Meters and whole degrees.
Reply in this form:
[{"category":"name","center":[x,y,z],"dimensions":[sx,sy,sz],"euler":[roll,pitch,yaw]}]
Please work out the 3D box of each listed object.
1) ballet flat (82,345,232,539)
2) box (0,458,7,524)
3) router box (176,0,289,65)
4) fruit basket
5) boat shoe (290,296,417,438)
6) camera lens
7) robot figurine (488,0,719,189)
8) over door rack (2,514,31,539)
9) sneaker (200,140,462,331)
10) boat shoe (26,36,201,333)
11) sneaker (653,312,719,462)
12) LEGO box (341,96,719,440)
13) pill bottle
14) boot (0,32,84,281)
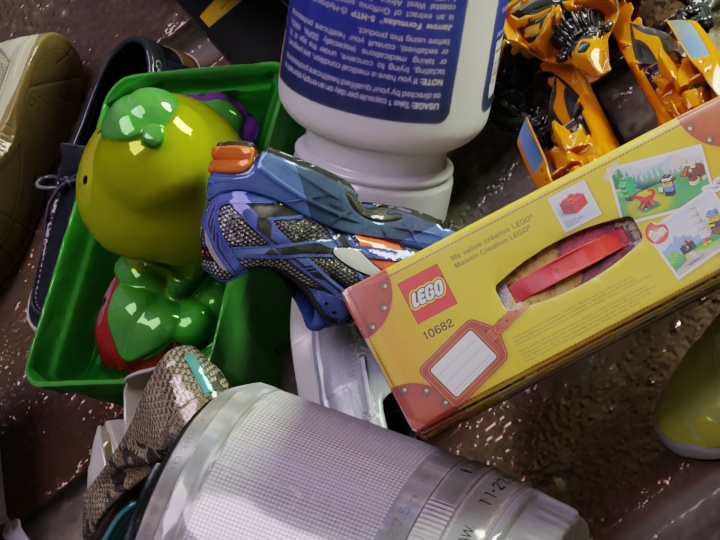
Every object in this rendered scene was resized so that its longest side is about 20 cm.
[{"category":"ballet flat","center":[-0.112,0.098,1.580],"dimensions":[0.075,0.068,0.200],"euler":[64,150,20]},{"category":"box","center":[-0.333,0.084,1.631],"dimensions":[0.199,0.200,0.131],"euler":[-17,64,18]},{"category":"router box","center":[-0.013,-0.201,1.758],"dimensions":[0.200,0.052,0.157],"euler":[-45,46,5]},{"category":"fruit basket","center":[-0.112,-0.032,1.628],"dimensions":[0.155,0.216,0.216],"euler":[-3,62,35]},{"category":"boat shoe","center":[0.010,0.076,1.570],"dimensions":[0.071,0.070,0.201],"euler":[-16,59,17]},{"category":"camera lens","center":[-0.007,0.155,1.427],"dimensions":[0.200,0.160,0.160],"euler":[19,74,16]},{"category":"robot figurine","center":[0.138,-0.098,1.580],"dimensions":[0.145,0.058,0.200],"euler":[-34,49,13]},{"category":"over door rack","center":[-0.278,0.155,1.727],"dimensions":[0.148,0.067,0.200],"euler":[-46,46,5]},{"category":"sneaker","center":[0.000,0.000,1.545],"dimensions":[0.079,0.200,0.075],"euler":[-68,16,-3]},{"category":"boat shoe","center":[-0.157,-0.052,1.768],"dimensions":[0.074,0.062,0.200],"euler":[13,73,38]},{"category":"sneaker","center":[0.216,0.016,1.435],"dimensions":[0.200,0.076,0.075],"euler":[-43,54,17]},{"category":"LEGO box","center":[0.098,0.003,1.416],"dimensions":[0.200,0.149,0.077],"euler":[-27,85,-1]},{"category":"pill bottle","center":[0.018,-0.127,1.597],"dimensions":[0.120,0.120,0.200],"euler":[29,118,43]},{"category":"boot","center":[-0.274,-0.062,1.854],"dimensions":[0.154,0.072,0.200],"euler":[4,61,37]}]
